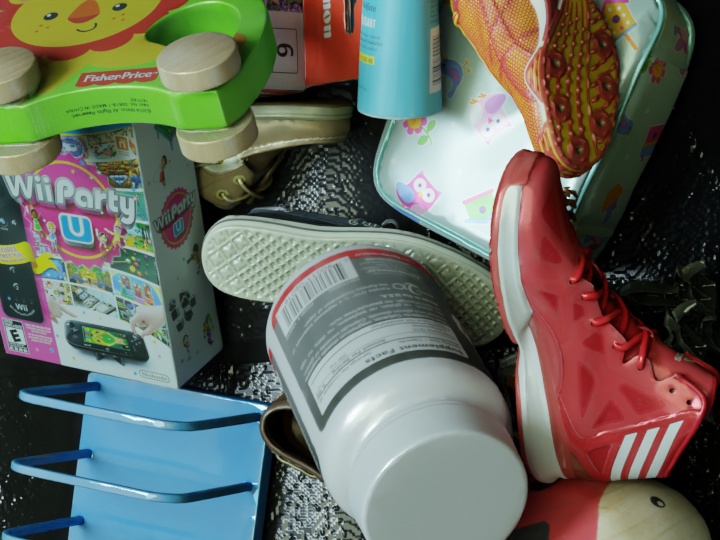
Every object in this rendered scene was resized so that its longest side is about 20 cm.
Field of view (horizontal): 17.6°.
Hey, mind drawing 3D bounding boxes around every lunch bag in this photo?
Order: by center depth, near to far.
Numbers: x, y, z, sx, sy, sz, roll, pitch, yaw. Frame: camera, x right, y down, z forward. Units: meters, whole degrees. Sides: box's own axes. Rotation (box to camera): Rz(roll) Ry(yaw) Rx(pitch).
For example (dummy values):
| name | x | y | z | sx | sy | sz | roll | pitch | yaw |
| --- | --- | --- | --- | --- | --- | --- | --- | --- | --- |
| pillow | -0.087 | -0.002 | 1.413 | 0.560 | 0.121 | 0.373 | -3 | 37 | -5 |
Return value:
| name | x | y | z | sx | sy | sz | roll | pitch | yaw |
| --- | --- | --- | --- | --- | --- | --- | --- | --- | --- |
| lunch bag | 0.102 | -0.108 | 1.416 | 0.160 | 0.077 | 0.200 | 28 | 99 | 28 |

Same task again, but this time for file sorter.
| name | x | y | z | sx | sy | sz | roll | pitch | yaw |
| --- | --- | --- | --- | --- | --- | --- | --- | --- | --- |
| file sorter | -0.152 | 0.177 | 1.504 | 0.138 | 0.123 | 0.201 | 9 | 94 | 24 |

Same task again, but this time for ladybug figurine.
| name | x | y | z | sx | sy | sz | roll | pitch | yaw |
| --- | --- | --- | --- | --- | --- | --- | --- | --- | --- |
| ladybug figurine | 0.105 | 0.174 | 1.349 | 0.200 | 0.072 | 0.136 | -19 | 47 | 31 |

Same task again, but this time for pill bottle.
| name | x | y | z | sx | sy | sz | roll | pitch | yaw |
| --- | --- | --- | --- | --- | --- | --- | --- | --- | --- |
| pill bottle | 0.021 | 0.079 | 1.344 | 0.114 | 0.114 | 0.200 | -53 | 31 | 16 |

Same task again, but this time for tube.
| name | x | y | z | sx | sy | sz | roll | pitch | yaw |
| --- | --- | --- | --- | --- | --- | --- | --- | --- | --- |
| tube | 0.025 | -0.191 | 1.361 | 0.050 | 0.077 | 0.201 | -4 | 106 | -16 |

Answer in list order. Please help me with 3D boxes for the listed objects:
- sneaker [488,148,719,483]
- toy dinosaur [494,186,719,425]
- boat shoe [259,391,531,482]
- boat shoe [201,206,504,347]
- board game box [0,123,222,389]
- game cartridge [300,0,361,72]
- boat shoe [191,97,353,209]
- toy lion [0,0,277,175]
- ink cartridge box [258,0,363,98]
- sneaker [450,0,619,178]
| name | x | y | z | sx | sy | sz | roll | pitch | yaw |
| --- | --- | --- | --- | --- | --- | --- | --- | --- | --- |
| sneaker | 0.141 | 0.026 | 1.284 | 0.115 | 0.078 | 0.200 | 1 | 119 | 23 |
| toy dinosaur | 0.140 | 0.048 | 1.365 | 0.135 | 0.200 | 0.102 | -4 | 53 | 18 |
| boat shoe | 0.027 | 0.122 | 1.453 | 0.202 | 0.075 | 0.075 | 12 | 95 | 24 |
| boat shoe | 0.000 | 0.000 | 1.473 | 0.199 | 0.062 | 0.075 | 12 | 109 | 10 |
| board game box | -0.176 | -0.034 | 1.501 | 0.147 | 0.064 | 0.201 | 9 | 122 | 29 |
| game cartridge | 0.007 | -0.226 | 1.453 | 0.133 | 0.041 | 0.201 | 23 | 101 | 48 |
| boat shoe | -0.088 | -0.073 | 1.512 | 0.200 | 0.074 | 0.067 | -7 | 91 | 35 |
| toy lion | -0.143 | -0.139 | 1.407 | 0.199 | 0.192 | 0.069 | -2 | 126 | 17 |
| ink cartridge box | -0.074 | -0.164 | 1.468 | 0.200 | 0.050 | 0.109 | -2 | 89 | 52 |
| sneaker | 0.095 | -0.143 | 1.351 | 0.077 | 0.073 | 0.201 | -32 | 65 | 44 |
